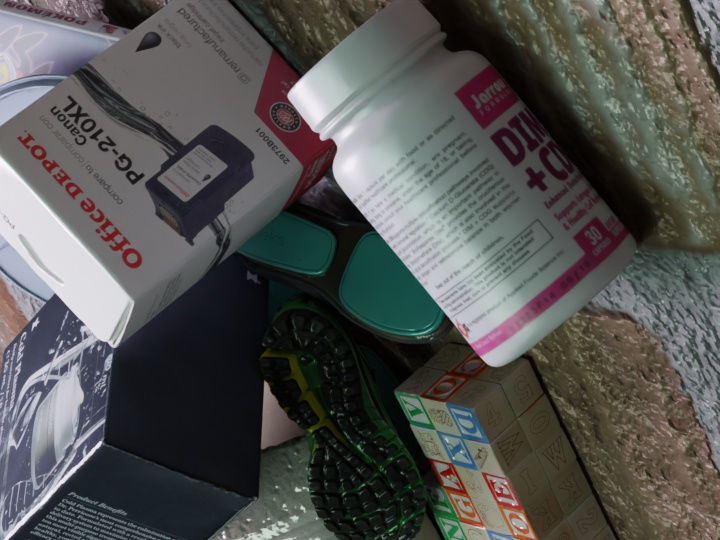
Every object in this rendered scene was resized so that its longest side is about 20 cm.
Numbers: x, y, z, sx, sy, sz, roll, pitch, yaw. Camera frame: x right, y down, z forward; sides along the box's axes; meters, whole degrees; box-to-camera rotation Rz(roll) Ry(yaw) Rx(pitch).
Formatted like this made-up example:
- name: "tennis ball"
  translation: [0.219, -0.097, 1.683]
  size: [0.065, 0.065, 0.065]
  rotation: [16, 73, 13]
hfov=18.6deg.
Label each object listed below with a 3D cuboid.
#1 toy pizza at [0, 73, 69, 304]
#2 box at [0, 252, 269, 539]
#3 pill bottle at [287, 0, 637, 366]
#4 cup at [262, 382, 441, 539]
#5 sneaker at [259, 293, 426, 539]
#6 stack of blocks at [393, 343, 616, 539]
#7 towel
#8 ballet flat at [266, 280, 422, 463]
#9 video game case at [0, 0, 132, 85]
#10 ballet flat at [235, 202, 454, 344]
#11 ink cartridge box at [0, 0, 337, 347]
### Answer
- name: "toy pizza"
  translation: [-0.198, -0.054, 1.575]
  size: [0.200, 0.032, 0.201]
  rotation: [10, 124, 15]
- name: "box"
  translation: [-0.164, 0.104, 1.523]
  size: [0.124, 0.200, 0.197]
  rotation: [24, 135, -26]
- name: "pill bottle"
  translation: [0.056, -0.054, 1.267]
  size: [0.200, 0.113, 0.113]
  rotation: [50, 153, -1]
- name: "cup"
  translation: [-0.054, 0.206, 1.689]
  size: [0.200, 0.143, 0.200]
  rotation: [42, 162, 16]
- name: "sneaker"
  translation: [-0.005, 0.104, 1.527]
  size: [0.085, 0.078, 0.200]
  rotation: [-77, -31, -67]
- name: "stack of blocks"
  translation: [0.099, 0.149, 1.516]
  size: [0.115, 0.059, 0.200]
  rotation: [9, 132, 52]
- name: "towel"
  translation: [-0.091, 0.204, 1.599]
  size: [0.200, 0.034, 0.133]
  rotation: [-22, 82, 21]
- name: "ballet flat"
  translation: [-0.027, 0.069, 1.608]
  size: [0.200, 0.068, 0.072]
  rotation: [46, 172, 6]
- name: "video game case"
  translation: [-0.215, -0.092, 1.594]
  size: [0.182, 0.023, 0.200]
  rotation: [15, 123, 15]
- name: "ballet flat"
  translation: [0.000, 0.000, 1.479]
  size: [0.200, 0.073, 0.073]
  rotation: [23, 143, 36]
- name: "ink cartridge box"
  translation: [-0.132, -0.071, 1.431]
  size: [0.145, 0.200, 0.084]
  rotation: [46, 153, 6]
